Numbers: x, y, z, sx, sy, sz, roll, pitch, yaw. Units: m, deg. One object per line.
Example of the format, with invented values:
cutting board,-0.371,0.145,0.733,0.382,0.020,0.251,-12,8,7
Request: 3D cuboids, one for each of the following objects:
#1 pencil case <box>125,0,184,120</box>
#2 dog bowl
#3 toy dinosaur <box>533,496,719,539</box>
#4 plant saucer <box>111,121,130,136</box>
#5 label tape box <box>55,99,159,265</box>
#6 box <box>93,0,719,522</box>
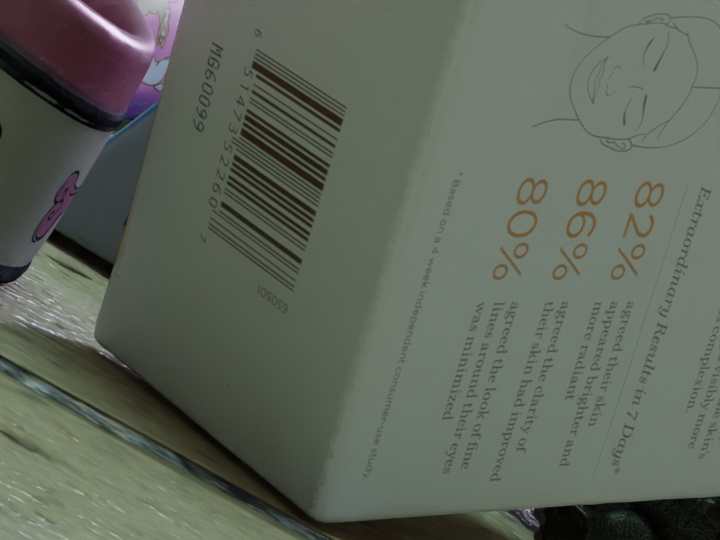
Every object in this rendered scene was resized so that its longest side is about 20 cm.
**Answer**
pencil case,-0.093,-0.097,1.042,0.200,0.083,0.087,-11,81,-56
dog bowl,-0.136,-0.093,0.775,0.200,0.074,0.200,46,7,-7
toy dinosaur,0.119,0.078,0.909,0.200,0.077,0.102,28,16,21
plant saucer,-0.145,-0.132,1.109,0.200,0.031,0.200,34,39,-33
label tape box,-0.035,-0.016,0.984,0.200,0.066,0.143,32,4,5
box,0.053,-0.027,0.774,0.200,0.153,0.106,1,24,-41
